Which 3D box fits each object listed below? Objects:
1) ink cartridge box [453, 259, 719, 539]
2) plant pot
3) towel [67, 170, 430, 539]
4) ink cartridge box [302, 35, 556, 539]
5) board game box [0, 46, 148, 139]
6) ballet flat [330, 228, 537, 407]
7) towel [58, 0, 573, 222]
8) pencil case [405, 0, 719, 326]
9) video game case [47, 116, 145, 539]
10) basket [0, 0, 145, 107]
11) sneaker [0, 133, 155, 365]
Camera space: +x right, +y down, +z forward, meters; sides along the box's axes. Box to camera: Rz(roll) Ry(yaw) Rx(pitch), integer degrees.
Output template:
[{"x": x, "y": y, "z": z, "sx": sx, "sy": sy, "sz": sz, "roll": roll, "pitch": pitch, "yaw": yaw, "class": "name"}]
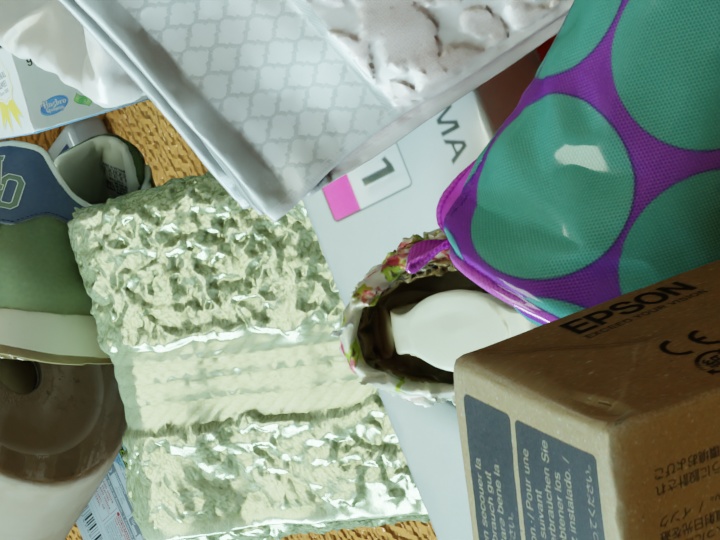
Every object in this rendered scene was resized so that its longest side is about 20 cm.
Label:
[{"x": 0.131, "y": 0.075, "z": 0.755, "sx": 0.075, "sy": 0.200, "sz": 0.165, "roll": 23, "pitch": 125, "yaw": 54, "class": "ink cartridge box"}, {"x": -0.200, "y": 0.078, "z": 1.330, "sx": 0.173, "sy": 0.200, "sz": 0.200, "roll": -35, "pitch": 75, "yaw": 45, "class": "plant pot"}, {"x": -0.007, "y": 0.025, "z": 1.041, "sx": 0.200, "sy": 0.036, "sz": 0.149, "roll": -9, "pitch": 99, "yaw": 25, "class": "towel"}, {"x": 0.067, "y": -0.009, "z": 0.928, "sx": 0.173, "sy": 0.044, "sz": 0.200, "roll": -26, "pitch": 85, "yaw": 45, "class": "ink cartridge box"}, {"x": -0.116, "y": -0.082, "z": 1.161, "sx": 0.200, "sy": 0.134, "sz": 0.034, "roll": -3, "pitch": 105, "yaw": 60, "class": "board game box"}, {"x": 0.079, "y": 0.012, "z": 0.863, "sx": 0.200, "sy": 0.064, "sz": 0.076, "roll": -12, "pitch": 92, "yaw": 32, "class": "ballet flat"}, {"x": -0.018, "y": -0.135, "z": 0.869, "sx": 0.200, "sy": 0.191, "sz": 0.032, "roll": 48, "pitch": -161, "yaw": -17, "class": "towel"}, {"x": 0.091, "y": -0.075, "z": 0.775, "sx": 0.085, "sy": 0.092, "sz": 0.200, "roll": -62, "pitch": -6, "yaw": -81, "class": "pencil case"}, {"x": -0.118, "y": 0.051, "z": 1.365, "sx": 0.200, "sy": 0.022, "sz": 0.182, "roll": 66, "pitch": 152, "yaw": 11, "class": "video game case"}, {"x": -0.079, "y": -0.191, "z": 1.002, "sx": 0.200, "sy": 0.161, "sz": 0.198, "roll": 31, "pitch": 133, "yaw": 49, "class": "basket"}, {"x": -0.093, "y": -0.009, "z": 1.153, "sx": 0.067, "sy": 0.200, "sz": 0.090, "roll": 3, "pitch": 90, "yaw": 27, "class": "sneaker"}]
